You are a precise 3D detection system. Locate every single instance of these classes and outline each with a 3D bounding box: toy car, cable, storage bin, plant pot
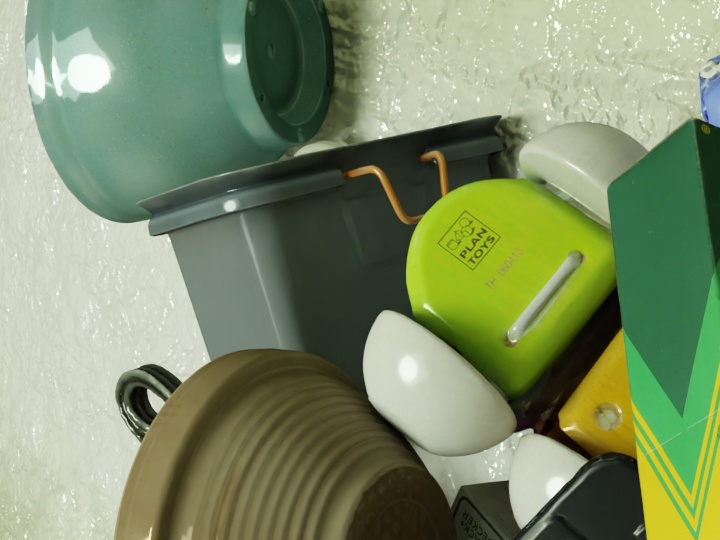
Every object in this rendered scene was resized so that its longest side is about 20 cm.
[{"bbox_3d":[0.109,0.042,0.840,0.200,0.150,0.175,38,81,11],"label":"toy car"},{"bbox_3d":[-0.074,0.117,0.955,0.200,0.050,0.097,44,136,20],"label":"cable"},{"bbox_3d":[0.000,0.000,0.956,0.145,0.199,0.135,-13,92,54],"label":"storage bin"},{"bbox_3d":[-0.017,0.138,0.813,0.092,0.200,0.202,-1,91,35],"label":"plant pot"},{"bbox_3d":[-0.100,-0.134,1.095,0.133,0.200,0.202,-3,89,27],"label":"plant pot"}]

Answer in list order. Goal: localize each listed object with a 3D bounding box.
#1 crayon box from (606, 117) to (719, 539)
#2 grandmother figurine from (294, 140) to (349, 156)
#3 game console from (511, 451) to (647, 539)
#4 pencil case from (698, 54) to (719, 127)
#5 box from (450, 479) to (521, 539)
[{"bbox_3d":[0.193,0.054,0.648,0.058,0.199,0.173,-42,40,45],"label":"crayon box"},{"bbox_3d":[-0.029,0.009,1.052,0.060,0.121,0.201,-5,63,24],"label":"grandmother figurine"},{"bbox_3d":[0.101,0.209,0.710,0.172,0.119,0.200,41,102,-3],"label":"game console"},{"bbox_3d":[0.225,-0.111,0.731,0.200,0.086,0.078,-46,31,42],"label":"pencil case"},{"bbox_3d":[0.070,0.219,0.879,0.117,0.060,0.201,45,125,42],"label":"box"}]
